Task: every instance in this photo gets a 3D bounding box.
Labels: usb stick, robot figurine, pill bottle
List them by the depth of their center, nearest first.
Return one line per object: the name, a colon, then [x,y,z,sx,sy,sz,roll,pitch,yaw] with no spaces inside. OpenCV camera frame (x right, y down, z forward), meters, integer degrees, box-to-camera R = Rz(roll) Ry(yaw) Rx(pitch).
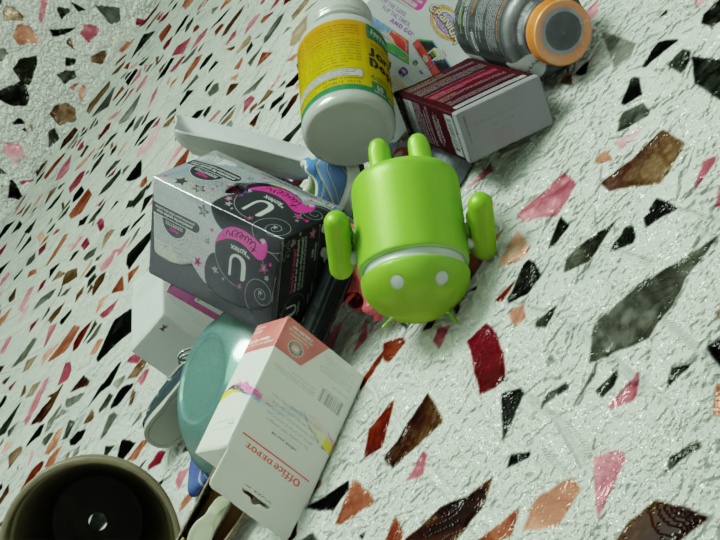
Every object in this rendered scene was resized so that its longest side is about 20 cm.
robot figurine: [0.051,-0.036,1.447,0.116,0.173,0.202,80,-175,-68]
usb stick: [-0.059,0.080,1.560,0.056,0.032,0.202,-123,53,-68]
pill bottle: [0.187,-0.278,1.601,0.107,0.106,0.200,-51,23,0]
pill bottle: [-0.019,-0.233,1.682,0.112,0.112,0.202,-36,41,31]

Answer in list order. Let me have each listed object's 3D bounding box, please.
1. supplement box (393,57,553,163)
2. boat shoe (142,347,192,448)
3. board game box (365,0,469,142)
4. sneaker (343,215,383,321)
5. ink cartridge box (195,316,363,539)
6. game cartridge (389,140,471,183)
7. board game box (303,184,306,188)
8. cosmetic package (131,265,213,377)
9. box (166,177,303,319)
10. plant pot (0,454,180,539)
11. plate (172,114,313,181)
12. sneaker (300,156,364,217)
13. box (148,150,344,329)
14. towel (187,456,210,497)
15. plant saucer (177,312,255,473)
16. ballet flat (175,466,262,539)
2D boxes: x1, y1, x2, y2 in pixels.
supplement box: [0.124,-0.184,1.593,0.108,0.061,0.200,-25,21,-10]
boat shoe: [-0.201,0.137,1.766,0.200,0.074,0.062,-50,30,18]
board game box: [0.052,-0.280,1.795,0.200,0.153,0.040,-46,7,11]
sneaker: [0.000,0.000,1.589,0.087,0.074,0.200,-53,23,0]
ink cartridge box: [-0.090,0.165,1.459,0.067,0.116,0.201,-17,40,51]
game cartridge: [0.049,-0.094,1.685,0.134,0.041,0.199,-61,24,-12]
board game box: [-0.048,-0.084,1.833,0.159,0.039,0.200,-64,12,-11]
cosmetic package: [-0.255,0.066,1.935,0.071,0.101,0.200,-46,23,13]
box: [-0.158,-0.042,1.818,0.177,0.096,0.200,-60,7,8]
plant pot: [-0.302,0.299,1.605,0.201,0.199,0.174,-53,7,-3]
plate: [-0.143,-0.152,1.788,0.200,0.197,0.033,-118,43,-76]
sneaker: [-0.058,-0.047,1.706,0.076,0.076,0.202,-140,63,-65]
box: [-0.133,-0.034,1.600,0.199,0.134,0.114,25,34,28]
towel: [-0.151,0.155,1.657,0.201,0.024,0.145,-55,20,27]
plant saucer: [-0.167,0.129,1.619,0.200,0.038,0.203,-35,46,46]
ballet flat: [-0.141,0.243,1.496,0.202,0.067,0.067,-63,-11,-8]
